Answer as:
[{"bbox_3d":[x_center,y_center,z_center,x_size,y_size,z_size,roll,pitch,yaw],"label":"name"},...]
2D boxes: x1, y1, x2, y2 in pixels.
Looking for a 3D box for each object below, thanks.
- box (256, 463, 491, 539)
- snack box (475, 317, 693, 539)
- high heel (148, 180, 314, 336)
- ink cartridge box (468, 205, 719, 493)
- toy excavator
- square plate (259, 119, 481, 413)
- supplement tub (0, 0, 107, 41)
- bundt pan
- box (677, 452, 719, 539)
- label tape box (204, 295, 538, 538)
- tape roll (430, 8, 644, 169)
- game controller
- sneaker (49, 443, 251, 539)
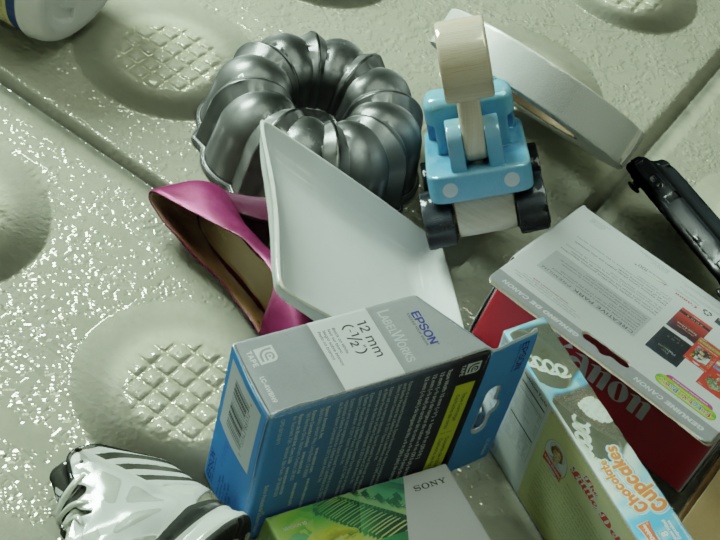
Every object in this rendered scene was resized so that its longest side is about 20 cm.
[{"bbox_3d":[0.039,0.227,0.910,0.144,0.036,0.200,-13,53,-29],"label":"box"},{"bbox_3d":[0.148,0.144,0.967,0.037,0.116,0.200,-17,56,-21],"label":"snack box"},{"bbox_3d":[-0.095,0.006,1.048,0.096,0.067,0.200,5,32,-26],"label":"high heel"},{"bbox_3d":[0.193,0.061,1.064,0.200,0.084,0.176,38,36,17],"label":"ink cartridge box"},{"bbox_3d":[0.083,-0.114,1.090,0.100,0.200,0.195,-10,25,6],"label":"toy excavator"},{"bbox_3d":[0.000,0.000,1.051,0.198,0.028,0.200,34,28,-31],"label":"square plate"},{"bbox_3d":[-0.310,-0.300,1.203,0.200,0.144,0.144,31,46,10],"label":"supplement tub"},{"bbox_3d":[-0.036,-0.128,1.188,0.202,0.076,0.202,10,45,-11],"label":"bundt pan"},{"bbox_3d":[0.308,0.218,0.984,0.200,0.021,0.163,47,47,2],"label":"box"},{"bbox_3d":[0.005,0.090,0.944,0.200,0.143,0.066,-16,54,-27],"label":"label tape box"},{"bbox_3d":[0.152,-0.156,1.223,0.203,0.037,0.203,33,5,-3],"label":"tape roll"},{"bbox_3d":[0.286,-0.021,1.176,0.042,0.104,0.200,-35,37,8],"label":"game controller"},{"bbox_3d":[-0.173,0.179,0.869,0.115,0.076,0.200,34,38,25],"label":"sneaker"}]
